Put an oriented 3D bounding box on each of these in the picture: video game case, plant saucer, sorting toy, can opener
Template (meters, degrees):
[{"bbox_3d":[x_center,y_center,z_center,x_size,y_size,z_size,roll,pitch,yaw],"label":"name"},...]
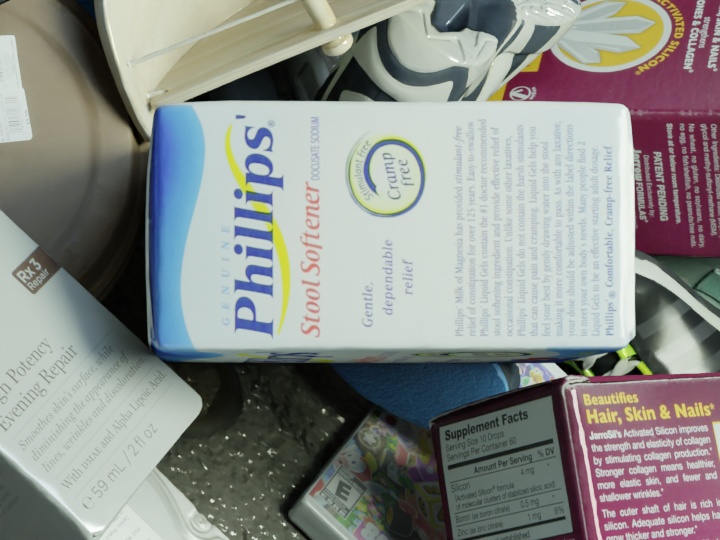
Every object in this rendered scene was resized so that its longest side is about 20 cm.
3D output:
[{"bbox_3d":[0.063,0.109,1.307,0.143,0.018,0.200,43,40,-1],"label":"video game case"},{"bbox_3d":[-0.186,-0.056,1.173,0.199,0.029,0.202,5,73,-18],"label":"plant saucer"},{"bbox_3d":[-0.041,-0.185,1.177,0.107,0.199,0.181,-92,159,-59],"label":"sorting toy"},{"bbox_3d":[-0.059,-0.141,1.390,0.066,0.053,0.201,4,55,-36],"label":"can opener"}]

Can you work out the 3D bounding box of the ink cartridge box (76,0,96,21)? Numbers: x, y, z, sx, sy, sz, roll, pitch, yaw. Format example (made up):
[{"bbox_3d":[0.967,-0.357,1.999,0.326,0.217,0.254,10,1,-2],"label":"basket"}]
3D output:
[{"bbox_3d":[-0.167,-0.183,1.313,0.146,0.084,0.200,40,41,-6],"label":"ink cartridge box"}]

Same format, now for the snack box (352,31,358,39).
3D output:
[{"bbox_3d":[-0.055,-0.191,1.309,0.199,0.037,0.117,18,72,-46],"label":"snack box"}]

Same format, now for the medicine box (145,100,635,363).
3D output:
[{"bbox_3d":[0.007,-0.013,1.149,0.198,0.182,0.104,-1,86,-4],"label":"medicine box"}]

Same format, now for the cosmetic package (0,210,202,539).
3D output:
[{"bbox_3d":[-0.172,0.029,1.082,0.200,0.074,0.102,43,41,-5],"label":"cosmetic package"}]

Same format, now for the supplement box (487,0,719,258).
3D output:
[{"bbox_3d":[0.169,-0.086,1.411,0.198,0.104,0.131,1,43,15],"label":"supplement box"}]

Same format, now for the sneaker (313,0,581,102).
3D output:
[{"bbox_3d":[0.031,-0.094,1.330,0.079,0.130,0.199,40,29,0],"label":"sneaker"}]

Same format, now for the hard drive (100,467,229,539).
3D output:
[{"bbox_3d":[-0.112,0.143,1.123,0.200,0.038,0.140,45,41,0],"label":"hard drive"}]

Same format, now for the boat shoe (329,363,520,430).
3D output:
[{"bbox_3d":[0.000,0.000,1.289,0.200,0.084,0.069,40,27,6],"label":"boat shoe"}]

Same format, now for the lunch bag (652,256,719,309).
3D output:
[{"bbox_3d":[0.254,-0.020,1.523,0.199,0.077,0.161,30,42,-14],"label":"lunch bag"}]

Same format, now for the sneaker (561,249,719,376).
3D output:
[{"bbox_3d":[0.158,0.054,1.389,0.199,0.072,0.083,25,45,-21],"label":"sneaker"}]

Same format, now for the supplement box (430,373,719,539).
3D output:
[{"bbox_3d":[0.122,0.153,1.199,0.130,0.103,0.202,0,78,-38],"label":"supplement box"}]

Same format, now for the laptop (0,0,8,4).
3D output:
[{"bbox_3d":[-0.264,-0.178,1.138,0.186,0.116,0.200,-26,44,-13],"label":"laptop"}]
